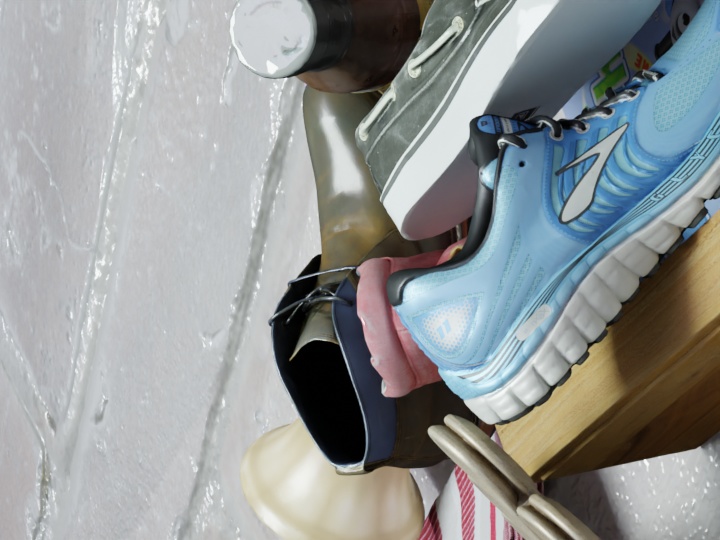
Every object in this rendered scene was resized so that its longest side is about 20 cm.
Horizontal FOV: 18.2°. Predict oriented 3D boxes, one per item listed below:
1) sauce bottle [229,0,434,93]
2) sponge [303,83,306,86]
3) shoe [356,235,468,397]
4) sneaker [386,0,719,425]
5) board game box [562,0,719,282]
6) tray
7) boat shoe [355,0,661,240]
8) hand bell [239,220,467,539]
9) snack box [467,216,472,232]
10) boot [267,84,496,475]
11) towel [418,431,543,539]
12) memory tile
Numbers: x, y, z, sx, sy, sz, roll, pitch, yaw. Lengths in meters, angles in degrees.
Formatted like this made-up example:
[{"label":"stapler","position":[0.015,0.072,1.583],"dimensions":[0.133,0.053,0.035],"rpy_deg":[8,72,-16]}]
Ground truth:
[{"label":"sauce bottle","position":[0.000,-0.112,1.005],"dimensions":[0.064,0.200,0.065],"rpy_deg":[2,97,21]},{"label":"sponge","position":[0.008,-0.095,1.192],"dimensions":[0.112,0.030,0.201],"rpy_deg":[122,143,-48]},{"label":"shoe","position":[0.049,0.010,1.005],"dimensions":[0.200,0.091,0.072],"rpy_deg":[-31,-71,-83]},{"label":"sneaker","position":[0.086,-0.041,0.858],"dimensions":[0.090,0.200,0.078],"rpy_deg":[39,175,0]},{"label":"board game box","position":[0.157,-0.082,0.937],"dimensions":[0.200,0.036,0.152],"rpy_deg":[-56,47,52]},{"label":"tray","position":[0.143,0.028,0.916],"dimensions":[0.200,0.098,0.037],"rpy_deg":[-49,55,54]},{"label":"boat shoe","position":[0.054,-0.092,0.904],"dimensions":[0.064,0.071,0.200],"rpy_deg":[59,137,19]},{"label":"hand bell","position":[0.015,0.042,1.148],"dimensions":[0.104,0.104,0.201],"rpy_deg":[57,137,41]},{"label":"snack box","position":[0.033,0.012,1.199],"dimensions":[0.200,0.024,0.072],"rpy_deg":[-50,54,53]},{"label":"boot","position":[0.000,0.000,1.056],"dimensions":[0.075,0.097,0.201],"rpy_deg":[-21,89,38]},{"label":"towel","position":[0.050,0.153,1.139],"dimensions":[0.200,0.023,0.144],"rpy_deg":[114,166,-45]},{"label":"memory tile","position":[0.108,0.134,0.924],"dimensions":[0.153,0.017,0.200],"rpy_deg":[41,175,31]}]
